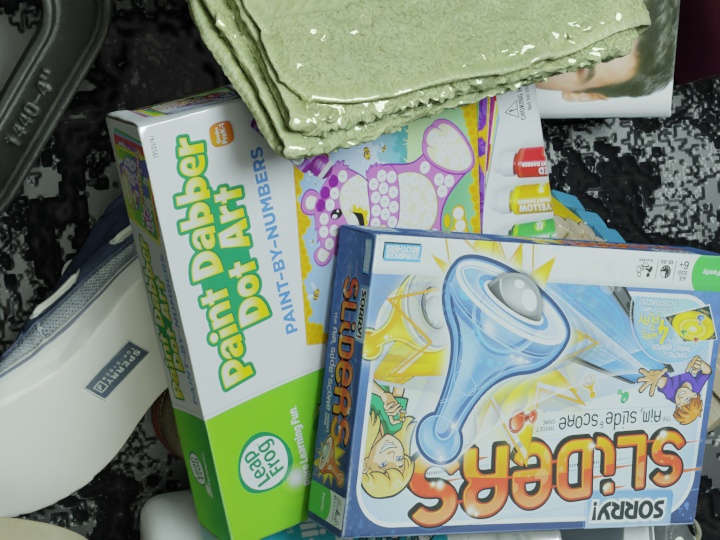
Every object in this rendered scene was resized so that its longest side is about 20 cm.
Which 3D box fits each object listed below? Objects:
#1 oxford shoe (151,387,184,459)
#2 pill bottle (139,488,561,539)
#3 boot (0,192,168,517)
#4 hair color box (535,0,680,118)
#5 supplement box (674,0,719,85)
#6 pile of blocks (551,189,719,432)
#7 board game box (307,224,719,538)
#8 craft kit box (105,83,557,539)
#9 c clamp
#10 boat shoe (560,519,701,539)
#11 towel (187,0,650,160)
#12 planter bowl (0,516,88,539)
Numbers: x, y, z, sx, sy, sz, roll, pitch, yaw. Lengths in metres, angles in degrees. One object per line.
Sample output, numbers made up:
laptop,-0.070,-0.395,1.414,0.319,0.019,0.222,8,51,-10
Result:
oxford shoe,-0.040,0.007,0.814,0.070,0.075,0.200,22,86,-11
pill bottle,-0.004,0.151,0.805,0.200,0.111,0.111,-8,92,-12
boot,-0.135,0.036,0.804,0.200,0.090,0.073,-39,123,17
hair color box,0.062,-0.127,0.811,0.200,0.061,0.099,-4,103,-27
supplement box,0.259,-0.187,0.863,0.200,0.103,0.131,-16,95,-11
pile of blocks,0.124,0.019,0.863,0.200,0.082,0.062,41,114,-2
board game box,0.077,0.052,0.755,0.200,0.034,0.136,2,98,-29
craft kit box,0.000,0.000,0.747,0.197,0.049,0.200,-19,110,-22
c clamp,-0.211,-0.122,0.777,0.171,0.027,0.200,25,108,-10
boat shoe,0.154,0.160,0.864,0.066,0.070,0.200,-13,90,-29
towel,0.017,-0.132,0.708,0.200,0.036,0.148,-20,73,-25
planter bowl,-0.179,0.191,0.740,0.200,0.200,0.135,1,64,-12
